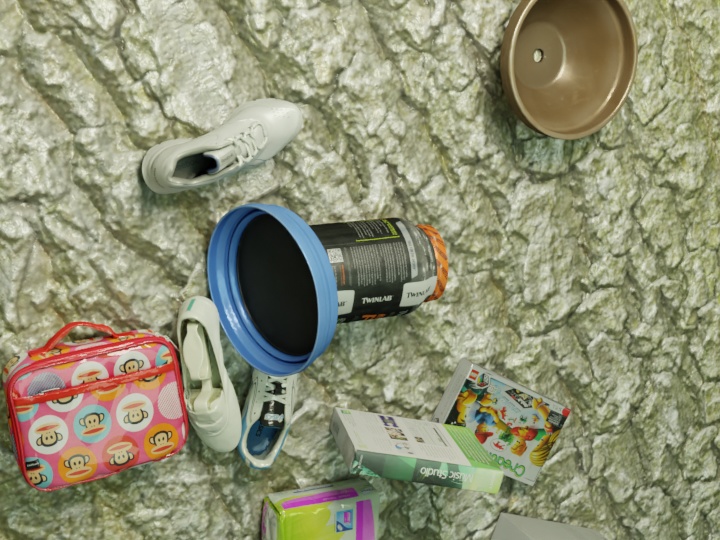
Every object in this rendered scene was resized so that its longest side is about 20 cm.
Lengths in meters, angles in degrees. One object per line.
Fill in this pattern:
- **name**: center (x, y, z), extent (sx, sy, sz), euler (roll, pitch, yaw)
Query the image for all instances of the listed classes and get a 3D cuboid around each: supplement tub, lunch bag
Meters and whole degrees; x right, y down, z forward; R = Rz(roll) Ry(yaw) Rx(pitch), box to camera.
- **supplement tub**: center (0.000, 0.000, 1.242), extent (0.198, 0.122, 0.124), euler (-6, 106, -23)
- **lunch bag**: center (-0.304, 0.144, 1.162), extent (0.198, 0.082, 0.178), euler (-13, 105, -24)

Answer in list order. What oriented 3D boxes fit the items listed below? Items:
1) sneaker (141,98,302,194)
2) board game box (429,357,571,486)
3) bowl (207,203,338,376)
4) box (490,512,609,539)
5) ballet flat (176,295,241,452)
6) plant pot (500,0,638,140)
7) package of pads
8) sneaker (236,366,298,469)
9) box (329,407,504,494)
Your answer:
- **sneaker**: center (-0.148, -0.136, 1.156), extent (0.199, 0.087, 0.075), euler (-30, 112, -17)
- **board game box**: center (0.197, 0.218, 1.444), extent (0.199, 0.035, 0.127), euler (25, 93, -28)
- **bowl**: center (-0.101, 0.021, 1.161), extent (0.039, 0.199, 0.203), euler (-18, 112, -42)
- **box**: center (0.290, 0.453, 1.516), extent (0.198, 0.097, 0.126), euler (17, 96, -29)
- **ballet flat**: center (-0.189, 0.133, 1.210), extent (0.069, 0.069, 0.203), euler (-13, 104, -22)
- **plant pot**: center (0.253, -0.275, 1.309), extent (0.199, 0.093, 0.204), euler (-6, 105, -24)
- **package of pads**: center (-0.057, 0.387, 1.348), extent (0.153, 0.068, 0.203), euler (-5, 105, -25)
- **sneaker**: center (-0.108, 0.151, 1.260), extent (0.071, 0.072, 0.203), euler (8, 99, -25)
- **box**: center (0.069, 0.231, 1.302), extent (0.198, 0.144, 0.037), euler (10, 101, -14)
